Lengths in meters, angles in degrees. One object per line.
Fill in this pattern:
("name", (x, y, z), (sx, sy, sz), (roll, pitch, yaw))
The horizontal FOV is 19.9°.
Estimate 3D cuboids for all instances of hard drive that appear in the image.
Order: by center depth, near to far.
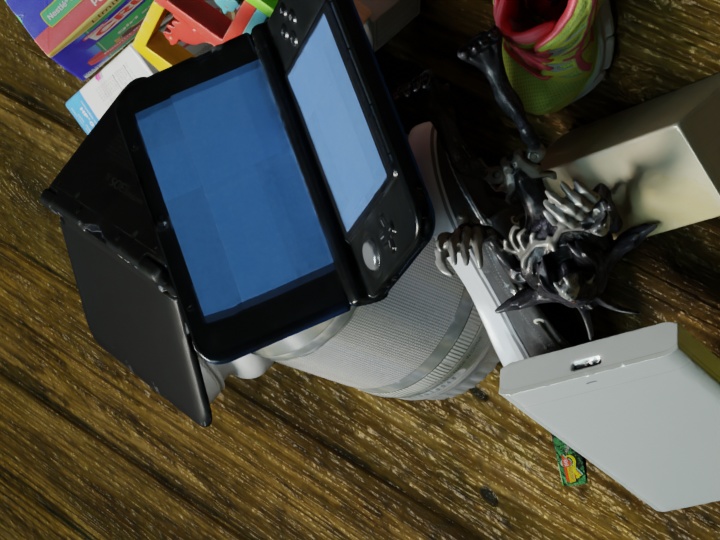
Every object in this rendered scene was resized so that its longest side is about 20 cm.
("hard drive", (0.200, 0.100, 1.341), (0.131, 0.026, 0.200), (-17, 143, 34))

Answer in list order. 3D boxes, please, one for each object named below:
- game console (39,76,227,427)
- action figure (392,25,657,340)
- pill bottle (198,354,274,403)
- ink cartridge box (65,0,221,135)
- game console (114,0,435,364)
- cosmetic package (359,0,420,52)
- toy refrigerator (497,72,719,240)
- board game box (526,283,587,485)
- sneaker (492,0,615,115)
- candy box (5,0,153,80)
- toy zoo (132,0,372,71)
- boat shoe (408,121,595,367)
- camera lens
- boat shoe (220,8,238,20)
("game console", (-0.132, -0.019, 1.434), (0.116, 0.176, 0.200), (41, 173, -36))
("action figure", (0.097, -0.038, 1.235), (0.118, 0.102, 0.201), (-29, 98, 26))
("pill bottle", (-0.087, 0.013, 1.611), (0.111, 0.200, 0.111), (40, 164, 14))
("ink cartridge box", (-0.140, -0.160, 1.602), (0.068, 0.115, 0.200), (54, 152, -6))
("game console", (-0.058, -0.069, 1.270), (0.201, 0.117, 0.171), (69, 156, 15))
("cosmetic package", (-0.039, -0.247, 1.405), (0.200, 0.051, 0.083), (49, 173, 6))
("toy refrigerator", (0.179, -0.061, 1.290), (0.070, 0.076, 0.200), (57, 151, -9))
("board game box", (0.134, 0.045, 1.461), (0.023, 0.105, 0.201), (-8, 125, 11))
("sneaker", (0.111, -0.159, 1.264), (0.078, 0.090, 0.201), (39, 150, 19))
("candy box", (-0.166, -0.222, 1.447), (0.077, 0.169, 0.200), (49, 180, 1))
("toy zoo", (-0.082, -0.156, 1.395), (0.131, 0.021, 0.200), (36, 147, -3))
("boat shoe", (0.097, -0.012, 1.322), (0.066, 0.070, 0.201), (-19, 106, 24))
("camera lens", (0.000, 0.000, 1.445), (0.199, 0.161, 0.159), (22, 177, -44))
("boat shoe", (-0.063, -0.180, 1.493), (0.074, 0.075, 0.200), (56, 169, 14))
